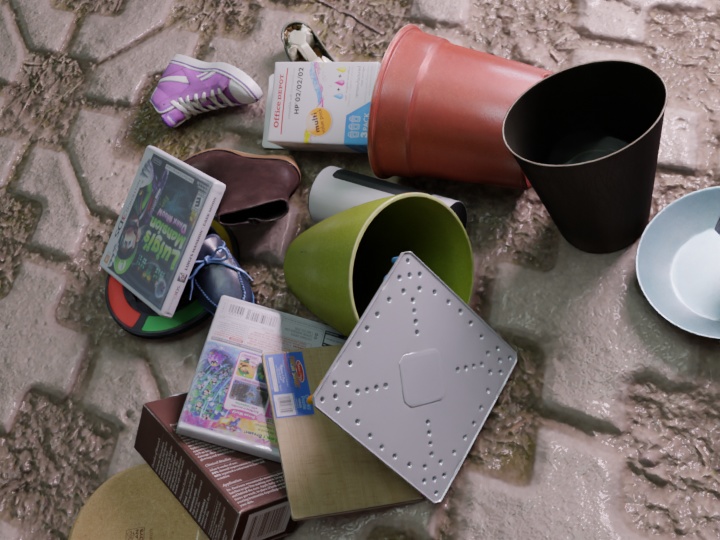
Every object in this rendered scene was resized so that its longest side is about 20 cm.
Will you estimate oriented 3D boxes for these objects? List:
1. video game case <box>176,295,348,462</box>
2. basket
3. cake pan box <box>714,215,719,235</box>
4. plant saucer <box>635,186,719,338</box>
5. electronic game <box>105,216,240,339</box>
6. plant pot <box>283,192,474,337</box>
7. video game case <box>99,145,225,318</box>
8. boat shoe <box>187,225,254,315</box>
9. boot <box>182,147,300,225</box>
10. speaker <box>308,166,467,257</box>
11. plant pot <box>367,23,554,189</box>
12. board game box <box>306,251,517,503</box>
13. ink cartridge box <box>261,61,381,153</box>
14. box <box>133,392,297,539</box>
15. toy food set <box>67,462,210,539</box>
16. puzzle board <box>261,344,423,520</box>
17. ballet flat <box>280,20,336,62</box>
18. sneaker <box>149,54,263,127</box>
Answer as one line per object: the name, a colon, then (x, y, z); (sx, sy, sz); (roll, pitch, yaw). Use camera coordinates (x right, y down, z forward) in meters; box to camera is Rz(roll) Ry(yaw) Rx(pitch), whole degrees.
video game case: (-0.092, 0.133, 1.183); (0.199, 0.024, 0.183); (17, 55, -4)
basket: (0.269, -0.119, 1.165); (0.180, 0.200, 0.136); (-20, 54, 9)
cake pan box: (0.513, -0.038, 1.073); (0.200, 0.052, 0.184); (-30, 65, -15)
plant saucer: (0.412, -0.004, 1.137); (0.200, 0.039, 0.202); (-9, 55, 14)
electronic game: (-0.258, 0.003, 1.385); (0.199, 0.042, 0.201); (-10, 56, 14)
plant pot: (0.000, 0.000, 1.210); (0.200, 0.187, 0.187); (6, 58, 52)
video game case: (-0.264, -0.056, 1.326); (0.200, 0.023, 0.182); (29, 98, 48)
boat shoe: (-0.209, -0.015, 1.319); (0.084, 0.069, 0.200); (-36, 57, -13)
boot: (-0.182, -0.109, 1.375); (0.199, 0.073, 0.167); (-8, 27, 8)
speaker: (0.035, -0.073, 1.300); (0.199, 0.081, 0.081); (19, 67, 30)
plant pot: (0.136, -0.194, 1.281); (0.195, 0.201, 0.201); (15, 65, 20)
board game box: (0.061, 0.116, 1.104); (0.026, 0.200, 0.200); (-5, 48, 57)
ink cartridge box: (-0.060, -0.228, 1.418); (0.199, 0.068, 0.116); (5, 88, 24)
box: (-0.163, 0.225, 1.158); (0.100, 0.075, 0.200); (-8, 38, -43)
toy food set: (-0.249, 0.318, 1.174); (0.197, 0.049, 0.200); (-27, 53, 2)
puzzle board: (-0.023, 0.177, 1.150); (0.150, 0.017, 0.201); (-5, 59, -16)
ballet flat: (-0.067, -0.300, 1.496); (0.067, 0.064, 0.200); (-32, 53, -1)
sneaker: (-0.239, -0.255, 1.535); (0.200, 0.073, 0.115); (18, 70, 41)
